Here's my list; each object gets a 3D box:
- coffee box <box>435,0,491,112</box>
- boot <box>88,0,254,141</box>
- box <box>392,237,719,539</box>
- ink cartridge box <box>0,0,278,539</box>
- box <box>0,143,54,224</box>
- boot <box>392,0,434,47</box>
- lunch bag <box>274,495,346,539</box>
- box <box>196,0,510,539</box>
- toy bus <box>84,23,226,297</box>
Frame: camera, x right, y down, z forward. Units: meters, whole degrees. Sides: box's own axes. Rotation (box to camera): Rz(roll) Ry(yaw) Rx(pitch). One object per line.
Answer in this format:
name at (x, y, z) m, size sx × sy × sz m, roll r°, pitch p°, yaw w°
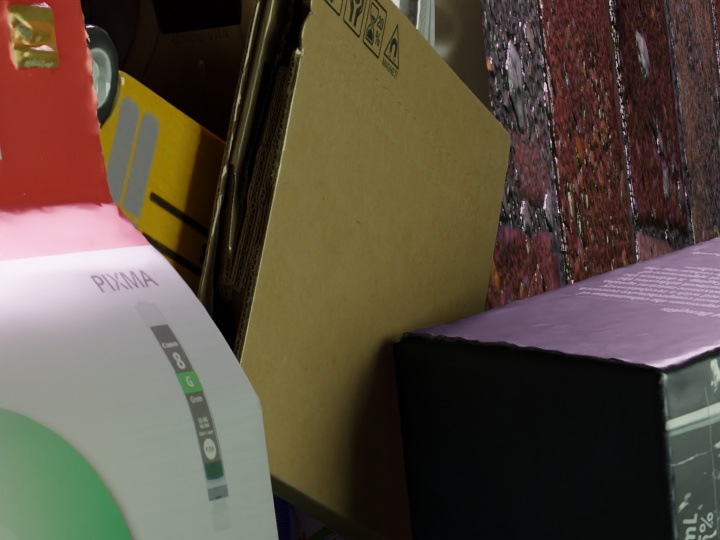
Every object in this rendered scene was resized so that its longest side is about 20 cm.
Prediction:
coffee box at (-0.018, -0.129, 1.048) m, size 0.114 × 0.079 × 0.202 m, roll -2°, pitch 84°, yaw -48°
boot at (-0.064, -0.120, 0.932) m, size 0.200 × 0.070 × 0.147 m, roll 106°, pitch -21°, yaw -58°
box at (0.126, 0.101, 0.925) m, size 0.196 × 0.123 × 0.202 m, roll -16°, pitch 105°, yaw -41°
ink cartridge box at (-0.085, 0.017, 0.647) m, size 0.161 × 0.050 × 0.202 m, roll -7°, pitch 92°, yaw -60°
box at (-0.138, 0.040, 0.632) m, size 0.200 × 0.036 × 0.144 m, roll 0°, pitch 82°, yaw -60°
boot at (-0.013, -0.155, 0.937) m, size 0.096 × 0.073 × 0.202 m, roll 153°, pitch -77°, yaw -78°
lunch bag at (0.078, 0.105, 1.129) m, size 0.170 × 0.198 × 0.125 m, roll 34°, pitch 51°, yaw -68°
box at (0.000, 0.000, 0.884) m, size 0.200 × 0.021 × 0.165 m, roll 40°, pitch 58°, yaw -65°
toy bus at (-0.079, -0.014, 0.817) m, size 0.200 × 0.065 × 0.079 m, roll 33°, pitch 66°, yaw -61°
